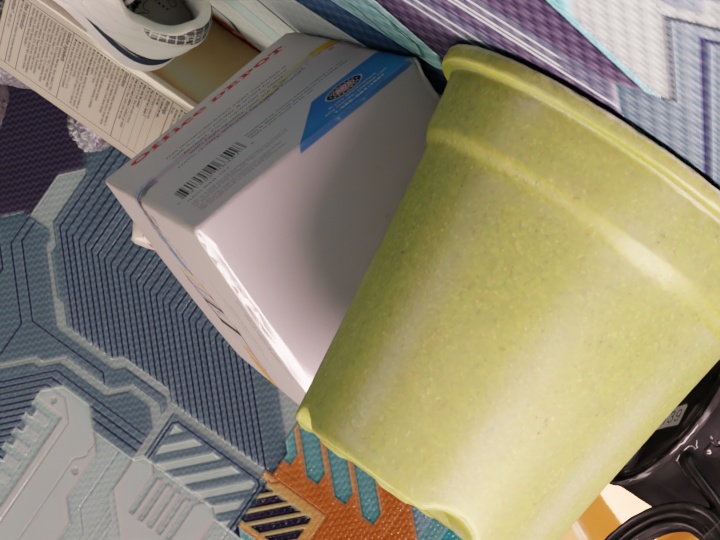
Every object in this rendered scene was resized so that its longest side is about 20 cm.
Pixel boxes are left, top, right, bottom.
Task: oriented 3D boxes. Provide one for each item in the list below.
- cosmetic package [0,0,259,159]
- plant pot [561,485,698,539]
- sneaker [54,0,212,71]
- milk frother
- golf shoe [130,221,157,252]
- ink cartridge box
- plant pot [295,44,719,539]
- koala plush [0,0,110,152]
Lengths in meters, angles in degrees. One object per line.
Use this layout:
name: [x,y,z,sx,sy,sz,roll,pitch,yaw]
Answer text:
cosmetic package: [-0.149,-0.138,1.410,0.199,0.071,0.105,35,146,1]
plant pot: [0.159,0.112,1.320,0.184,0.200,0.200,51,172,-16]
sneaker: [-0.177,-0.201,1.250,0.199,0.077,0.080,31,166,-17]
milk frother: [0.215,0.149,1.067,0.187,0.201,0.180,35,173,-16]
golf shoe: [-0.114,-0.075,1.571,0.087,0.078,0.201,8,-147,5]
ink cartridge box: [-0.024,-0.027,1.127,0.145,0.147,0.200,55,171,-20]
plant pot: [0.072,0.030,0.941,0.200,0.185,0.200,34,177,2]
koala plush: [-0.297,-0.156,1.544,0.177,0.199,0.184,45,168,38]
